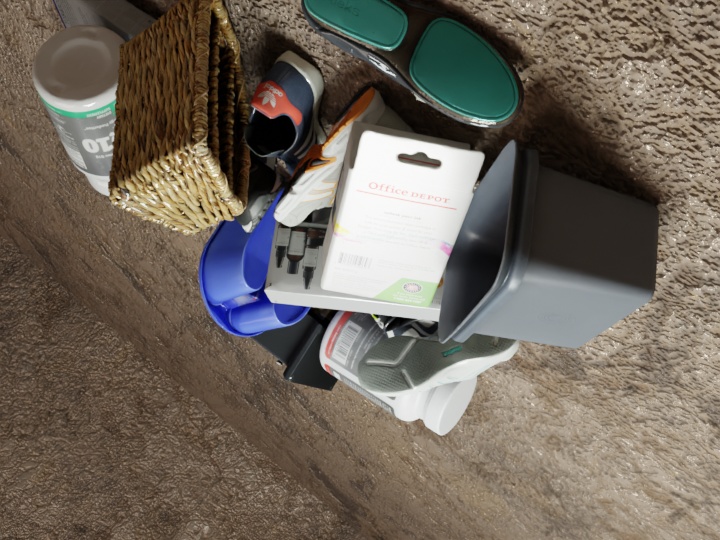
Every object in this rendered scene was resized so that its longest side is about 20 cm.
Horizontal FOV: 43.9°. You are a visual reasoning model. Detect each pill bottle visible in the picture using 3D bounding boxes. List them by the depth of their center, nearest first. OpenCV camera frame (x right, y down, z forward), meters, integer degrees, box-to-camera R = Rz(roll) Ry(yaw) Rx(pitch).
[{"bbox_3d":[-0.303,-0.180,1.052,0.112,0.114,0.201,34,158,15],"label":"pill bottle"},{"bbox_3d":[0.051,0.131,1.212,0.198,0.116,0.117,30,157,25],"label":"pill bottle"}]

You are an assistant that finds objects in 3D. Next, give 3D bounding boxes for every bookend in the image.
[{"bbox_3d":[-0.124,0.083,1.353,0.197,0.093,0.200,34,179,19],"label":"bookend"}]

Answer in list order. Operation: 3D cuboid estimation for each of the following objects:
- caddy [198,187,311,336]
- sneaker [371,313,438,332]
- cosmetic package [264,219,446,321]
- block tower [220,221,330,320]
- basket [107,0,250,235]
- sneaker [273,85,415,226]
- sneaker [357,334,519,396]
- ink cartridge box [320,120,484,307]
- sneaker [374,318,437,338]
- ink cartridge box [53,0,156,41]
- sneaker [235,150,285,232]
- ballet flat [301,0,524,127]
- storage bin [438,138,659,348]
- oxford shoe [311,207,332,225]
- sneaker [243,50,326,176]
[{"bbox_3d":[-0.123,-0.013,1.132,0.104,0.202,0.142,-10,131,41],"label":"caddy"},{"bbox_3d":[0.024,0.024,1.014,0.195,0.084,0.072,7,157,15],"label":"sneaker"},{"bbox_3d":[0.000,0.000,0.967,0.195,0.084,0.051,5,165,7],"label":"cosmetic package"},{"bbox_3d":[-0.110,-0.018,1.280,0.199,0.054,0.058,40,160,0],"label":"block tower"},{"bbox_3d":[-0.153,-0.154,0.903,0.147,0.204,0.142,-23,149,35],"label":"basket"},{"bbox_3d":[-0.014,-0.089,0.896,0.091,0.077,0.200,35,139,-13],"label":"sneaker"},{"bbox_3d":[0.094,0.108,1.039,0.080,0.196,0.072,58,-162,-61],"label":"sneaker"},{"bbox_3d":[0.035,-0.063,0.827,0.114,0.068,0.202,10,137,-7],"label":"ink cartridge box"},{"bbox_3d":[0.033,0.045,1.123,0.196,0.080,0.131,20,144,20],"label":"sneaker"},{"bbox_3d":[-0.278,-0.252,1.106,0.198,0.041,0.201,34,157,20],"label":"ink cartridge box"},{"bbox_3d":[-0.144,-0.109,1.020,0.087,0.076,0.200,34,-170,-19],"label":"sneaker"},{"bbox_3d":[0.043,-0.177,0.712,0.198,0.074,0.073,31,158,7],"label":"ballet flat"},{"bbox_3d":[0.157,-0.013,0.758,0.131,0.149,0.200,13,159,-6],"label":"storage bin"},{"bbox_3d":[0.004,-0.067,0.990,0.074,0.059,0.198,22,161,-31],"label":"oxford shoe"},{"bbox_3d":[-0.084,-0.141,0.954,0.074,0.085,0.201,32,157,18],"label":"sneaker"}]
